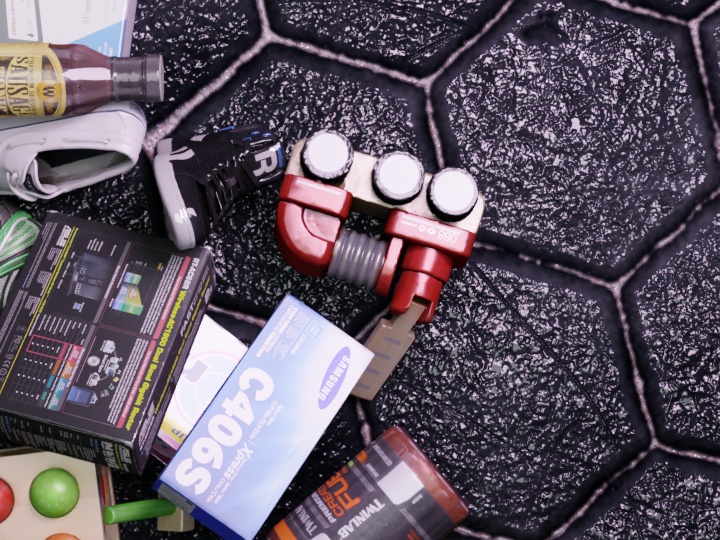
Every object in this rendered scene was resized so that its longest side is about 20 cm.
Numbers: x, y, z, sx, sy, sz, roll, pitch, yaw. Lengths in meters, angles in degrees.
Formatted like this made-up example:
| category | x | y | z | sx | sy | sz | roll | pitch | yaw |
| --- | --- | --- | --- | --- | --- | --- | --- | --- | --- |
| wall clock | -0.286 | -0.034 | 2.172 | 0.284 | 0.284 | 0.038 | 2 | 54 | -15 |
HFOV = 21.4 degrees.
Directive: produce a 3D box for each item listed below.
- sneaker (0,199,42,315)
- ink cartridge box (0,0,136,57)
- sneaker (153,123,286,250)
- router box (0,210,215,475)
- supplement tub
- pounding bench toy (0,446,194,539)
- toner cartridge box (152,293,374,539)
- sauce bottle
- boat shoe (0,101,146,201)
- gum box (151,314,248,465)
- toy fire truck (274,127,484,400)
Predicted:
| category | x | y | z | sx | sy | sz | roll | pitch | yaw |
| --- | --- | --- | --- | --- | --- | --- | --- | --- | --- |
| sneaker | -0.333 | 0.042 | 1.676 | 0.085 | 0.078 | 0.200 | 31 | 87 | -3 |
| ink cartridge box | -0.302 | -0.226 | 1.681 | 0.199 | 0.084 | 0.145 | 7 | 89 | -2 |
| sneaker | -0.116 | -0.083 | 1.629 | 0.111 | 0.200 | 0.073 | -15 | 112 | -2 |
| router box | -0.222 | 0.058 | 1.596 | 0.149 | 0.062 | 0.200 | 14 | 59 | 10 |
| supplement tub | -0.009 | 0.236 | 1.670 | 0.200 | 0.107 | 0.107 | -41 | 90 | -3 |
| pounding bench toy | -0.242 | 0.211 | 1.635 | 0.199 | 0.156 | 0.125 | -7 | 89 | -3 |
| toner cartridge box | -0.081 | 0.127 | 1.621 | 0.095 | 0.043 | 0.200 | 35 | 68 | -3 |
| sauce bottle | -0.267 | -0.162 | 1.608 | 0.199 | 0.066 | 0.066 | -3 | 88 | -1 |
| boat shoe | -0.281 | -0.096 | 1.655 | 0.199 | 0.074 | 0.066 | -17 | 46 | 20 |
| gum box | -0.142 | 0.113 | 1.671 | 0.200 | 0.066 | 0.114 | 38 | 67 | -1 |
| toy fire truck | 0.000 | 0.000 | 1.683 | 0.175 | 0.129 | 0.201 | 17 | 78 | -2 |
